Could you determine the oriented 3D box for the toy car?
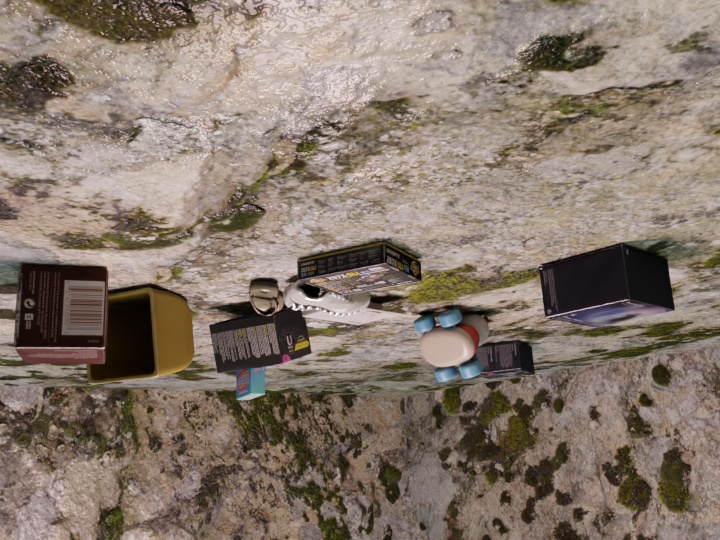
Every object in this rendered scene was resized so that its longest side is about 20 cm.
[{"bbox_3d":[0.281,0.180,2.015,0.177,0.185,0.200,-18,-173,46],"label":"toy car"}]

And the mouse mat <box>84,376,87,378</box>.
[{"bbox_3d":[-0.997,0.435,2.959,0.161,0.008,0.200,-14,162,36],"label":"mouse mat"}]

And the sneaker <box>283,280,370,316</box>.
[{"bbox_3d":[-0.066,0.055,1.604,0.199,0.075,0.081,3,155,-21],"label":"sneaker"}]

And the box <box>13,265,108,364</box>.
[{"bbox_3d":[-0.599,0.096,1.472,0.164,0.166,0.200,2,164,-19],"label":"box"}]

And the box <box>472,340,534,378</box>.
[{"bbox_3d":[0.511,0.324,2.613,0.182,0.104,0.200,-11,163,26],"label":"box"}]

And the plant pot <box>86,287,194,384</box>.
[{"bbox_3d":[-0.491,0.152,1.676,0.195,0.195,0.200,-9,173,21],"label":"plant pot"}]

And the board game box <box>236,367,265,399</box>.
[{"bbox_3d":[-0.312,0.259,2.055,0.045,0.201,0.152,4,163,-24],"label":"board game box"}]

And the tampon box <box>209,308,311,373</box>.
[{"bbox_3d":[-0.250,0.174,1.827,0.199,0.127,0.150,-10,180,26],"label":"tampon box"}]

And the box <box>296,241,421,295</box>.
[{"bbox_3d":[0.000,0.000,1.446,0.200,0.049,0.160,-11,160,29],"label":"box"}]

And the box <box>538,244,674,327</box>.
[{"bbox_3d":[0.520,0.039,1.537,0.200,0.124,0.198,10,159,-41],"label":"box"}]

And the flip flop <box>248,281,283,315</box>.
[{"bbox_3d":[-0.214,0.071,1.651,0.081,0.058,0.200,-1,165,-6],"label":"flip flop"}]

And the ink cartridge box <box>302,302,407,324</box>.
[{"bbox_3d":[-0.014,0.092,1.787,0.176,0.045,0.200,-15,161,42],"label":"ink cartridge box"}]
